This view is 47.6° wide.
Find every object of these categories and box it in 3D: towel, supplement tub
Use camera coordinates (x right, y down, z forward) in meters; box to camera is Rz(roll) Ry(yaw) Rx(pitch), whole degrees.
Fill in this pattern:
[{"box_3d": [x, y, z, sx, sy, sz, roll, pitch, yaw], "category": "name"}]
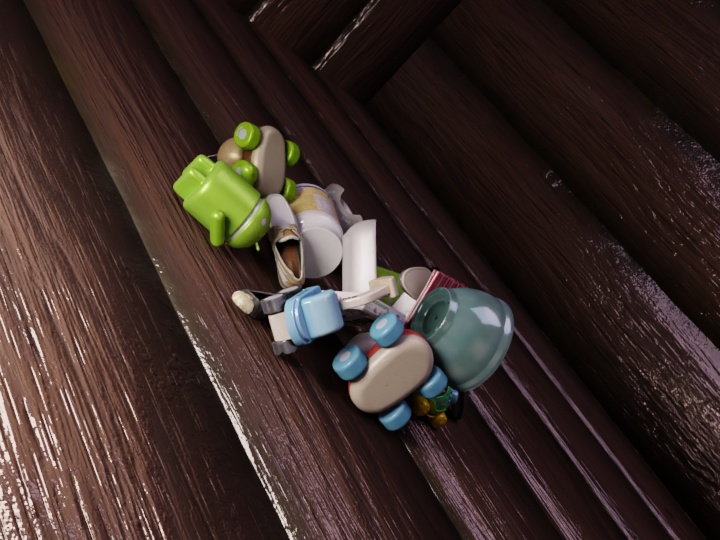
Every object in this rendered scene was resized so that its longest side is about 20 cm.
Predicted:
[{"box_3d": [0.170, 0.086, 1.708, 0.022, 0.146, 0.199, 33, 3, 38], "category": "towel"}, {"box_3d": [-0.114, -0.088, 1.807, 0.145, 0.145, 0.201, 37, 18, -29], "category": "supplement tub"}]

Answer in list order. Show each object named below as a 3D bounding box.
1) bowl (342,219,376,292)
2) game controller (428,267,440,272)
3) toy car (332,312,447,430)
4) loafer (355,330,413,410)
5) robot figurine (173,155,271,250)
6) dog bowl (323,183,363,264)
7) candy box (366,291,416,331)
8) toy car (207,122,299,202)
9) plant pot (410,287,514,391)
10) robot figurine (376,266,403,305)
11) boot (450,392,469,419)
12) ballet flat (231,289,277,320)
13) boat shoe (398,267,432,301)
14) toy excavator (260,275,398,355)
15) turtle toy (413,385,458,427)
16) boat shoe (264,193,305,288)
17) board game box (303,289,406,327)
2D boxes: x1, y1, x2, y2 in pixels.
[{"box_3d": [0.000, 0.000, 1.743, 0.200, 0.073, 0.203, 78, 12, -80], "category": "bowl"}, {"box_3d": [0.144, 0.088, 1.962, 0.042, 0.202, 0.104, 25, 19, -3], "category": "game controller"}, {"box_3d": [0.036, 0.164, 1.569, 0.185, 0.176, 0.200, 49, 0, -27], "category": "toy car"}, {"box_3d": [0.045, 0.209, 1.659, 0.070, 0.068, 0.202, -5, 51, -31], "category": "loafer"}, {"box_3d": [-0.255, -0.125, 1.558, 0.200, 0.115, 0.176, 42, 39, -18], "category": "robot figurine"}, {"box_3d": [-0.056, -0.107, 1.987, 0.200, 0.058, 0.202, 49, -27, 36], "category": "dog bowl"}, {"box_3d": [0.104, 0.122, 1.812, 0.072, 0.168, 0.200, 48, 16, 17], "category": "candy box"}, {"box_3d": [-0.258, -0.225, 1.765, 0.164, 0.198, 0.160, 16, 76, -55], "category": "toy car"}, {"box_3d": [0.182, 0.115, 1.594, 0.133, 0.201, 0.201, 32, 20, -24], "category": "plant pot"}, {"box_3d": [0.050, 0.055, 1.935, 0.175, 0.117, 0.199, 35, 9, 33], "category": "robot figurine"}, {"box_3d": [0.181, 0.245, 1.854, 0.129, 0.202, 0.068, 8, 37, 18], "category": "boot"}, {"box_3d": [-0.168, 0.055, 1.480, 0.067, 0.057, 0.199, 51, 16, 21], "category": "ballet flat"}, {"box_3d": [0.131, 0.036, 1.718, 0.199, 0.062, 0.074, 14, 79, -51], "category": "boat shoe"}, {"box_3d": [-0.047, 0.067, 1.438, 0.194, 0.198, 0.101, -32, 110, -66], "category": "toy excavator"}, {"box_3d": [0.136, 0.231, 1.722, 0.200, 0.101, 0.146, 42, 14, -46], "category": "turtle toy"}, {"box_3d": [-0.148, -0.064, 1.649, 0.068, 0.074, 0.203, 147, -73, -68], "category": "boat shoe"}, {"box_3d": [-0.024, 0.077, 1.616, 0.198, 0.035, 0.126, 2, -20, 42], "category": "board game box"}]
